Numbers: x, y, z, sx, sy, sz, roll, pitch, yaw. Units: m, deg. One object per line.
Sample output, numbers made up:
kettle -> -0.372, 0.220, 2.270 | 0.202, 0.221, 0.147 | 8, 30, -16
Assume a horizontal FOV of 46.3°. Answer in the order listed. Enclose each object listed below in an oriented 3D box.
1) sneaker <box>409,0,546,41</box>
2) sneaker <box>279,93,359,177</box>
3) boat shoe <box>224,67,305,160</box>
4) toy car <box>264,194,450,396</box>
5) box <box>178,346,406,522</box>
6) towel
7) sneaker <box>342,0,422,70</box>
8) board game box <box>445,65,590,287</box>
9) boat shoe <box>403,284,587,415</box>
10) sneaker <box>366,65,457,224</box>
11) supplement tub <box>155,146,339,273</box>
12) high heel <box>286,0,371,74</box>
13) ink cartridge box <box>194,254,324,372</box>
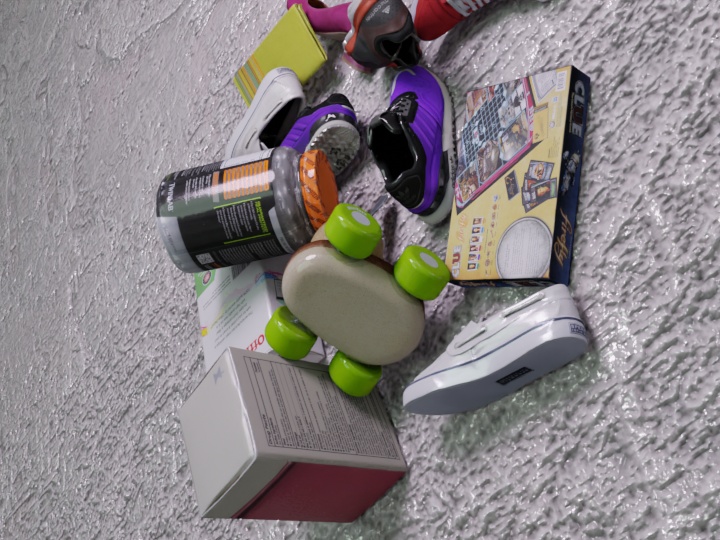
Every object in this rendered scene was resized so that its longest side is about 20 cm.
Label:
sneaker -> 0.134, -0.302, 0.893 | 0.200, 0.070, 0.114 | -44, 44, 28
sneaker -> -0.072, -0.152, 1.085 | 0.199, 0.069, 0.101 | -36, 43, 35
boat shoe -> -0.127, -0.177, 1.151 | 0.201, 0.071, 0.066 | -55, 48, 32
toy car -> 0.000, 0.000, 0.917 | 0.166, 0.156, 0.201 | -56, 10, 25
box -> -0.070, 0.175, 0.868 | 0.109, 0.197, 0.129 | -48, 46, 28
towel -> -0.112, -0.278, 1.165 | 0.199, 0.018, 0.087 | -31, 89, 53
sneaker -> 0.030, -0.252, 0.949 | 0.077, 0.200, 0.082 | -39, 86, 3
board game box -> 0.151, -0.087, 0.826 | 0.134, 0.034, 0.205 | -2, 76, 50
boat shoe -> 0.120, 0.078, 0.788 | 0.198, 0.073, 0.067 | -28, 52, 29
sneaker -> 0.049, -0.156, 0.918 | 0.069, 0.098, 0.204 | -33, 51, 38
supplement tub -> -0.129, -0.073, 0.991 | 0.195, 0.123, 0.125 | -10, 66, 13
high heel -> -0.025, -0.344, 1.099 | 0.200, 0.067, 0.097 | 44, 121, 32
ink cartridge box -> -0.134, 0.054, 1.078 | 0.144, 0.083, 0.203 | -41, 49, 33
